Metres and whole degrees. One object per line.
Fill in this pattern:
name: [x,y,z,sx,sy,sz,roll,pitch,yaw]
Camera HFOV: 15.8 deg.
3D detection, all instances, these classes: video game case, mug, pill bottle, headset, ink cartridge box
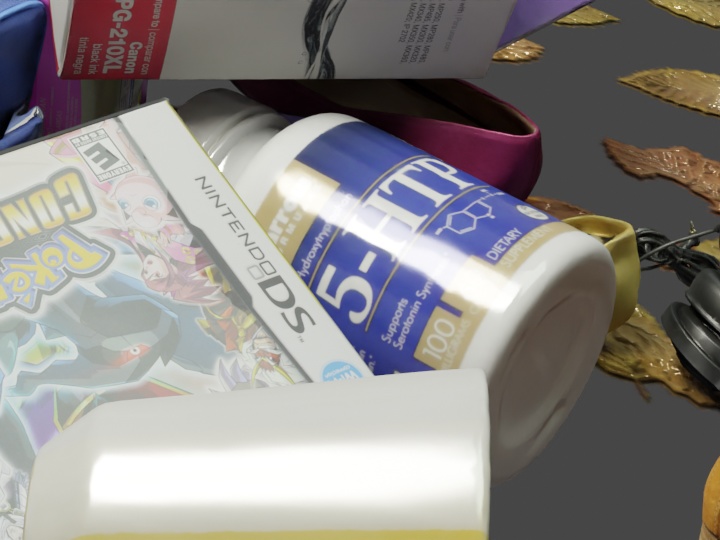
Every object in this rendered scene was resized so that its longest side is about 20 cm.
video game case: [-0.109,0.028,1.007,0.200,0.026,0.181,-21,63,-35]
mug: [-0.036,0.110,0.862,0.153,0.150,0.187,3,19,0]
pill bottle: [0.000,0.000,1.139,0.200,0.120,0.120,27,27,25]
headset: [0.203,0.009,1.269,0.094,0.124,0.200,29,-5,-35]
ink cartridge box: [-0.039,-0.163,1.152,0.199,0.084,0.145,-1,55,-15]

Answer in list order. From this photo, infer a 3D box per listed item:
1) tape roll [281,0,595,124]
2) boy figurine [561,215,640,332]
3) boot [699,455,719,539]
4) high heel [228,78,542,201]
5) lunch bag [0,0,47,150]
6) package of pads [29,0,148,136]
tape roll: [0.030,-0.140,1.354,0.085,0.200,0.200,63,31,-3]
boy figurine: [0.039,-0.013,1.260,0.199,0.065,0.124,15,22,5]
boot: [0.227,0.087,1.064,0.201,0.144,0.071,-1,30,-33]
high heel: [0.004,-0.099,1.198,0.200,0.096,0.067,39,56,7]
lunch bag: [-0.215,-0.059,1.115,0.132,0.136,0.200,21,24,11]
package of pads: [-0.198,-0.124,1.241,0.199,0.155,0.068,19,52,5]
